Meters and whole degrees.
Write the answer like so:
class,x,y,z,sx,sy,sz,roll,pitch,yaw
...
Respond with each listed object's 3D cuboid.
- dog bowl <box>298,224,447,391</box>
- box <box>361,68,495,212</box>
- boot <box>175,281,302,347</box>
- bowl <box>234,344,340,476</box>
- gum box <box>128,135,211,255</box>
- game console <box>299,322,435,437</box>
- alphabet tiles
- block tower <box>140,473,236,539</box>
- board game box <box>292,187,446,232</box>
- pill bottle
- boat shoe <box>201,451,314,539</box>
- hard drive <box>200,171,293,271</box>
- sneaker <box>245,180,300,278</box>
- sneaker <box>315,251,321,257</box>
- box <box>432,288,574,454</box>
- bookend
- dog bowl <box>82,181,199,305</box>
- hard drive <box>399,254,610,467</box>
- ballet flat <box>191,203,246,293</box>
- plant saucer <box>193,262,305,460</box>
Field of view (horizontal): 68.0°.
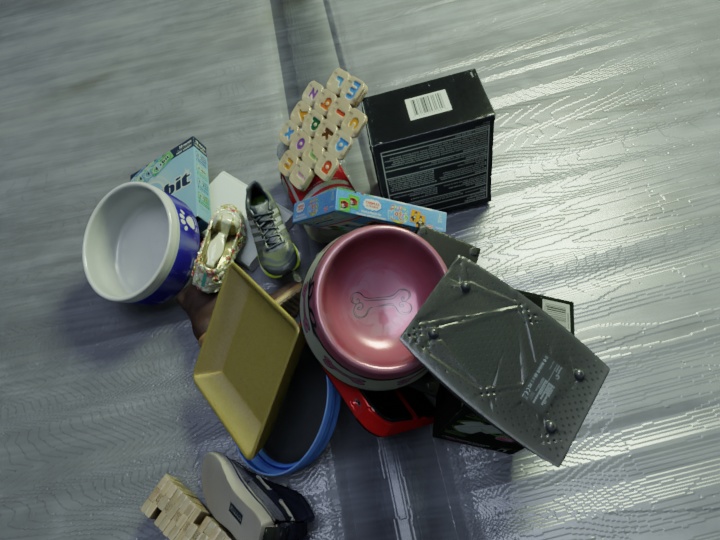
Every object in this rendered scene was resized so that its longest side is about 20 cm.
class,x,y,z,sx,sy,sz,roll,pitch,yaw
dog bowl,0.025,0.038,0.633,0.194,0.074,0.206,1,77,-6
box,0.116,-0.201,0.907,0.195,0.200,0.126,-13,55,3
boot,-0.203,0.043,0.902,0.198,0.073,0.167,-37,61,-9
bowl,-0.110,0.188,0.773,0.197,0.039,0.206,-15,64,34
gum box,-0.368,-0.137,1.028,0.167,0.044,0.204,-26,57,17
game console,0.011,0.141,0.758,0.031,0.176,0.201,-47,60,16
alphabet tiles,-0.067,-0.238,0.899,0.202,0.014,0.196,-55,46,10
block tower,-0.217,0.363,0.732,0.197,0.054,0.058,28,69,24
board game box,0.013,-0.082,0.837,0.196,0.150,0.038,9,83,-31
pill bottle,-0.082,-0.160,0.972,0.110,0.113,0.202,-26,59,-5
boat shoe,-0.145,0.318,0.743,0.198,0.091,0.076,27,102,48
hard drive,-0.235,-0.099,1.018,0.198,0.026,0.133,31,70,24
sneaker,-0.162,-0.071,0.918,0.073,0.082,0.202,-26,54,-6
sneaker,0.000,0.000,0.851,0.113,0.077,0.200,-23,23,-9
box,0.178,0.134,0.690,0.121,0.201,0.152,12,61,-1
bookend,0.076,0.067,0.773,0.090,0.200,0.203,20,77,-1
dog bowl,-0.378,-0.044,0.921,0.195,0.079,0.206,-4,79,22
hard drive,0.148,0.092,0.565,0.198,0.042,0.136,37,69,8
ballet flat,-0.237,-0.052,0.922,0.074,0.064,0.204,13,51,-12
plant saucer,-0.153,0.121,0.758,0.199,0.048,0.204,35,108,42
